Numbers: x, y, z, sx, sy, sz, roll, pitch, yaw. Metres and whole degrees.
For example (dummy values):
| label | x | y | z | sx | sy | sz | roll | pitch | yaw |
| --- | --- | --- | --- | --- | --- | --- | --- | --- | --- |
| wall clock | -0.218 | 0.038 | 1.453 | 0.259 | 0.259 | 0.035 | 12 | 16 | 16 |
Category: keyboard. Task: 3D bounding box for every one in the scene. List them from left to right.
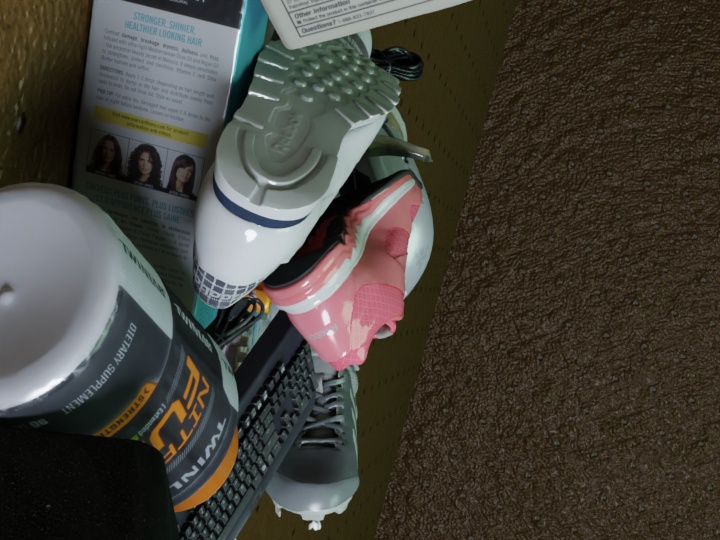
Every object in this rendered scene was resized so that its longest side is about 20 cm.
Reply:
| label | x | y | z | sx | sy | sz | roll | pitch | yaw |
| --- | --- | --- | --- | --- | --- | --- | --- | --- | --- |
| keyboard | -0.078 | 0.093 | 0.774 | 0.200 | 0.020 | 0.128 | -59 | 139 | -47 |

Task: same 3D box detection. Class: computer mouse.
| label | x | y | z | sx | sy | sz | roll | pitch | yaw |
| --- | --- | --- | --- | --- | --- | --- | --- | --- | --- |
| computer mouse | 0.027 | -0.076 | 0.991 | 0.109 | 0.044 | 0.202 | -4 | 85 | -61 |

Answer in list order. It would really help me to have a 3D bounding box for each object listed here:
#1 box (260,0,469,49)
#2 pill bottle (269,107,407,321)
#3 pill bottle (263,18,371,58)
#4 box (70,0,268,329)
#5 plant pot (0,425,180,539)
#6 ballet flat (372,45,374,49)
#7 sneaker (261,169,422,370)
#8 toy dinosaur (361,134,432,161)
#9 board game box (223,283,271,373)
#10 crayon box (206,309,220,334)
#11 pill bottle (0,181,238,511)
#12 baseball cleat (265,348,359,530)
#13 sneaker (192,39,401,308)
| label | x | y | z | sx | sy | sz | roll | pitch | yaw |
| --- | --- | --- | --- | --- | --- | --- | --- | --- | --- |
| box | -0.013 | -0.223 | 0.609 | 0.200 | 0.127 | 0.110 | 61 | 23 | -45 |
| pill bottle | -0.040 | -0.056 | 1.026 | 0.111 | 0.110 | 0.201 | 96 | 13 | -45 |
| pill bottle | -0.057 | -0.120 | 0.821 | 0.111 | 0.110 | 0.201 | 80 | 27 | -69 |
| box | -0.106 | -0.068 | 0.699 | 0.049 | 0.082 | 0.201 | -54 | 158 | -69 |
| plant pot | -0.155 | 0.169 | 0.509 | 0.200 | 0.198 | 0.178 | 92 | 3 | -54 |
| ballet flat | -0.021 | -0.219 | 1.111 | 0.067 | 0.046 | 0.200 | -41 | 158 | -8 |
| sneaker | 0.000 | 0.000 | 0.873 | 0.087 | 0.073 | 0.200 | 62 | 30 | -14 |
| toy dinosaur | -0.050 | -0.088 | 0.915 | 0.047 | 0.199 | 0.089 | 32 | -40 | 65 |
| board game box | -0.080 | 0.114 | 0.897 | 0.200 | 0.026 | 0.201 | 85 | 16 | -68 |
| crayon box | -0.113 | 0.128 | 1.041 | 0.173 | 0.058 | 0.201 | -59 | 161 | -61 |
| pill bottle | -0.121 | 0.051 | 0.610 | 0.200 | 0.105 | 0.107 | 61 | 44 | -60 |
| baseball cleat | -0.034 | 0.102 | 0.942 | 0.200 | 0.069 | 0.107 | -97 | -172 | -76 |
| sneaker | -0.038 | -0.060 | 0.689 | 0.200 | 0.076 | 0.081 | -56 | 171 | -54 |
